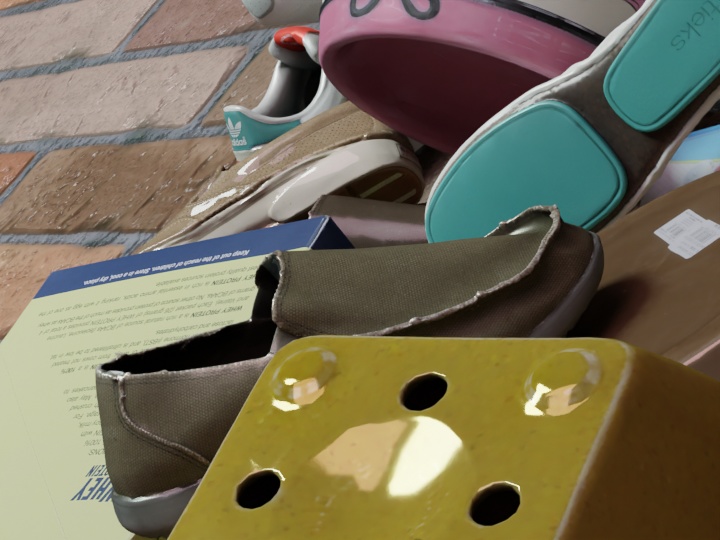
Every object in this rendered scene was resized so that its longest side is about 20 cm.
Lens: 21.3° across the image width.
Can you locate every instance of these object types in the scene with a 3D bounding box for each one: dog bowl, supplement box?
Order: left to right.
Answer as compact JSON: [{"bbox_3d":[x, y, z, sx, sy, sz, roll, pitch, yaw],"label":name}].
[{"bbox_3d":[-0.086,0.105,0.830,0.199,0.134,0.200,-11,39,44],"label":"supplement box"},{"bbox_3d":[0.068,-0.107,0.909,0.200,0.200,0.074,1,68,51],"label":"dog bowl"}]

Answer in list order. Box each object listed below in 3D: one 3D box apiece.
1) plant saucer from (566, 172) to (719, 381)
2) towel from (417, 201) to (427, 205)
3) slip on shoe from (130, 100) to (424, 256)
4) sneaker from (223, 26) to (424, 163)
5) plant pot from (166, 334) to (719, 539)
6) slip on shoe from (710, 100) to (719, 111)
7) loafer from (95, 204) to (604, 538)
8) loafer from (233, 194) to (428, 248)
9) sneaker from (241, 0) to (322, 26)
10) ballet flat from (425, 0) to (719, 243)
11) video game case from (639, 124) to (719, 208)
[{"bbox_3d":[0.108,0.018,0.699,0.199,0.030,0.200,-33,13,9],"label":"plant saucer"},{"bbox_3d":[-0.014,0.026,0.983,0.199,0.023,0.144,-12,39,44],"label":"towel"},{"bbox_3d":[-0.064,-0.023,0.997,0.199,0.076,0.061,-31,57,11],"label":"slip on shoe"},{"bbox_3d":[0.003,-0.110,1.072,0.200,0.094,0.070,-44,27,-27],"label":"sneaker"},{"bbox_3d":[0.039,0.127,0.534,0.193,0.201,0.196,-1,45,34],"label":"plant pot"},{"bbox_3d":[0.217,-0.126,0.796,0.200,0.076,0.061,-35,44,20],"label":"slip on shoe"},{"bbox_3d":[-0.006,0.023,0.680,0.199,0.070,0.075,-27,13,-8],"label":"loafer"},{"bbox_3d":[0.000,0.000,0.900,0.199,0.071,0.073,-18,34,36],"label":"loafer"},{"bbox_3d":[0.025,-0.153,1.031,0.200,0.081,0.070,-21,3,-39],"label":"sneaker"},{"bbox_3d":[0.109,-0.065,0.798,0.200,0.069,0.070,-44,21,32],"label":"ballet flat"},{"bbox_3d":[0.161,0.014,0.758,0.143,0.018,0.201,-15,44,40],"label":"video game case"}]
